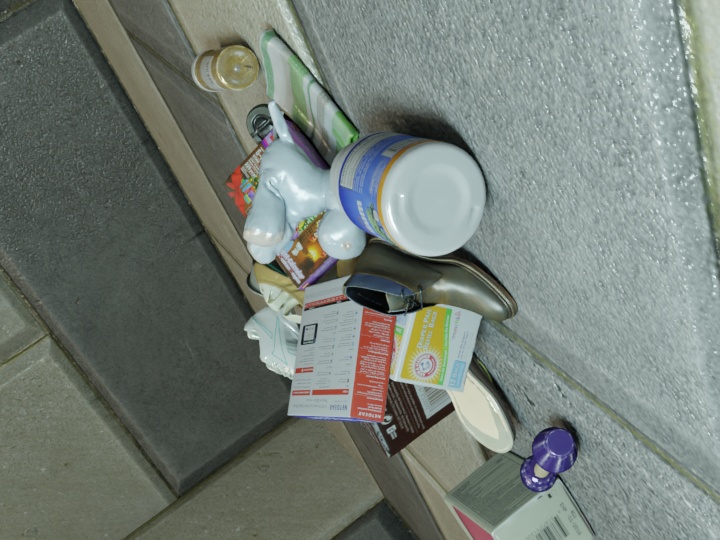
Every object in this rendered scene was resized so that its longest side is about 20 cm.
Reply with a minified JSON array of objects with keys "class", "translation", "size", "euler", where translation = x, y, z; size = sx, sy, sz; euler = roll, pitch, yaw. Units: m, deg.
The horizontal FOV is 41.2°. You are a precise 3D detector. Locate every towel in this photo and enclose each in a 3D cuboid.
[{"class":"towel","translation":[-0.069,-0.214,1.287],"size":[0.200,0.031,0.149],"euler":[52,168,19]}]

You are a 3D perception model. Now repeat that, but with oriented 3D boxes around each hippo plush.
[{"class":"hippo plush","translation":[-0.054,-0.096,1.248],"size":[0.159,0.202,0.159],"euler":[12,-179,1]}]

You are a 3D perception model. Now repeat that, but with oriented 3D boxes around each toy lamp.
[{"class":"toy lamp","translation":[0.239,0.239,1.218],"size":[0.058,0.058,0.200],"euler":[52,169,17]}]

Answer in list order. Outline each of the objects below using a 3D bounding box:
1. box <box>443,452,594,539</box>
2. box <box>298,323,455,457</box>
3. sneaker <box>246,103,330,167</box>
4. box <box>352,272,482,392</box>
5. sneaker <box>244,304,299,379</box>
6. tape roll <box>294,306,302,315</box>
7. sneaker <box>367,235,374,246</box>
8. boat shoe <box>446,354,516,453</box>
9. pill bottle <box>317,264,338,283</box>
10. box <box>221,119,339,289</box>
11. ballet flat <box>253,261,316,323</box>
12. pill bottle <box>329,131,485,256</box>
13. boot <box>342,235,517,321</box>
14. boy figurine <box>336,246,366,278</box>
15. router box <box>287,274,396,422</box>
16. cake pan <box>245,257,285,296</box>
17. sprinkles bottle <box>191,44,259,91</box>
[{"class":"box","translation":[0.229,0.362,1.410],"size":[0.109,0.127,0.200],"euler":[56,169,-9]},{"class":"box","translation":[0.037,0.143,1.494],"size":[0.200,0.164,0.167],"euler":[44,163,45]},{"class":"sneaker","translation":[-0.086,-0.170,1.426],"size":[0.201,0.075,0.079],"euler":[53,-164,-10]},{"class":"box","translation":[0.059,0.077,1.252],"size":[0.101,0.114,0.200],"euler":[12,-178,-25]},{"class":"sneaker","translation":[-0.104,0.136,1.453],"size":[0.201,0.080,0.071],"euler":[50,162,27]},{"class":"tape roll","translation":[-0.042,0.077,1.665],"size":[0.203,0.037,0.204],"euler":[42,-147,-37]},{"class":"sneaker","translation":[0.054,-0.013,1.253],"size":[0.089,0.077,0.200],"euler":[46,170,5]},{"class":"boat shoe","translation":[0.154,0.161,1.337],"size":[0.200,0.059,0.072],"euler":[51,127,8]},{"class":"pill bottle","translation":[-0.084,-0.058,1.505],"size":[0.110,0.109,0.200],"euler":[61,176,-25]},{"class":"box","translation":[-0.091,-0.093,1.347],"size":[0.200,0.137,0.039],"euler":[52,-162,17]},{"class":"ballet flat","translation":[-0.108,0.037,1.422],"size":[0.199,0.063,0.069],"euler":[20,163,46]},{"class":"pill bottle","translation":[0.038,-0.086,1.000],"size":[0.113,0.112,0.200],"euler":[60,167,-21]},{"class":"boot","translation":[0.075,0.030,1.101],"size":[0.199,0.097,0.075],"euler":[26,148,27]},{"class":"boy figurine","translation":[0.000,0.000,1.386],"size":[0.124,0.064,0.202],"euler":[-47,-51,-73]},{"class":"router box","translation":[-0.025,0.102,1.239],"size":[0.200,0.048,0.181],"euler":[-14,66,63]},{"class":"cake pan","translation":[-0.092,-0.006,1.578],"size":[0.200,0.199,0.037],"euler":[36,135,58]},{"class":"sprinkles bottle","translation":[-0.215,-0.315,1.502],"size":[0.069,0.068,0.200],"euler":[60,168,-20]}]
